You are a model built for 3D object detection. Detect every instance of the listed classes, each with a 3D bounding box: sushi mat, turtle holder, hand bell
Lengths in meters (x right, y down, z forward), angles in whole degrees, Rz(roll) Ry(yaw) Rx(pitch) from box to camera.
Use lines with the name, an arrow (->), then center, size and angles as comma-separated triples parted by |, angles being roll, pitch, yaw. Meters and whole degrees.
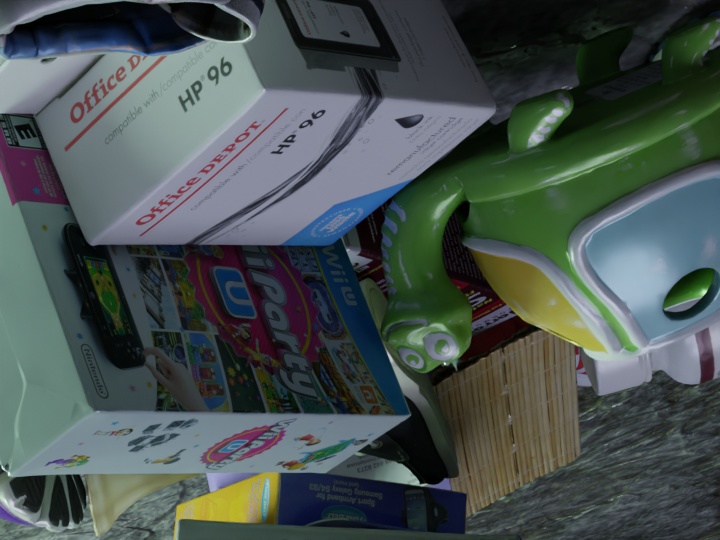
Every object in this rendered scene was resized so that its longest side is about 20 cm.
sushi mat -> 0.092, 0.090, 1.254 | 0.095, 0.012, 0.201 | -25, 150, -7
turtle holder -> 0.104, -0.025, 0.935 | 0.185, 0.133, 0.140 | -30, -166, -34
hand bell -> -0.060, 0.084, 1.171 | 0.198, 0.105, 0.104 | -8, 159, -6

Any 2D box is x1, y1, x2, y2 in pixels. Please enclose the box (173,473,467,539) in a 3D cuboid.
box -> -0.023, 0.150, 1.204 | 0.118, 0.042, 0.200 | 10, 161, -23

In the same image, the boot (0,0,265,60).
boot -> -0.044, -0.122, 0.720 | 0.198, 0.096, 0.074 | -11, 159, -13

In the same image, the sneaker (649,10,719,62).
sneaker -> 0.173, -0.062, 1.048 | 0.076, 0.086, 0.200 | -1, 154, -34

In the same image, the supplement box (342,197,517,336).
supplement box -> 0.000, 0.000, 1.116 | 0.108, 0.061, 0.199 | -27, 158, 27

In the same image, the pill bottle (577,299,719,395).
pill bottle -> 0.220, 0.000, 1.200 | 0.198, 0.115, 0.114 | -16, 160, 0

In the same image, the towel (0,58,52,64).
towel -> -0.174, -0.063, 0.872 | 0.198, 0.031, 0.149 | -12, 160, -11

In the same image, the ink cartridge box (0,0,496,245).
ink cartridge box -> -0.051, -0.066, 0.850 | 0.116, 0.068, 0.199 | -38, 158, 32

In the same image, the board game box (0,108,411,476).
board game box -> -0.084, 0.012, 0.899 | 0.064, 0.149, 0.199 | -36, 155, 31

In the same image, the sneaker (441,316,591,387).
sneaker -> 0.139, 0.032, 1.284 | 0.112, 0.072, 0.199 | -26, 165, 36

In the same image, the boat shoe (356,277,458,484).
boat shoe -> 0.005, 0.067, 1.099 | 0.067, 0.072, 0.200 | -25, 151, 6

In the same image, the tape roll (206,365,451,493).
tape roll -> -0.006, 0.097, 1.327 | 0.198, 0.086, 0.200 | -15, 159, -6

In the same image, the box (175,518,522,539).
box -> 0.000, 0.205, 1.129 | 0.182, 0.106, 0.200 | 2, 165, 8

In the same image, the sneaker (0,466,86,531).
sneaker -> -0.198, 0.107, 1.131 | 0.083, 0.081, 0.200 | -20, -176, -4
